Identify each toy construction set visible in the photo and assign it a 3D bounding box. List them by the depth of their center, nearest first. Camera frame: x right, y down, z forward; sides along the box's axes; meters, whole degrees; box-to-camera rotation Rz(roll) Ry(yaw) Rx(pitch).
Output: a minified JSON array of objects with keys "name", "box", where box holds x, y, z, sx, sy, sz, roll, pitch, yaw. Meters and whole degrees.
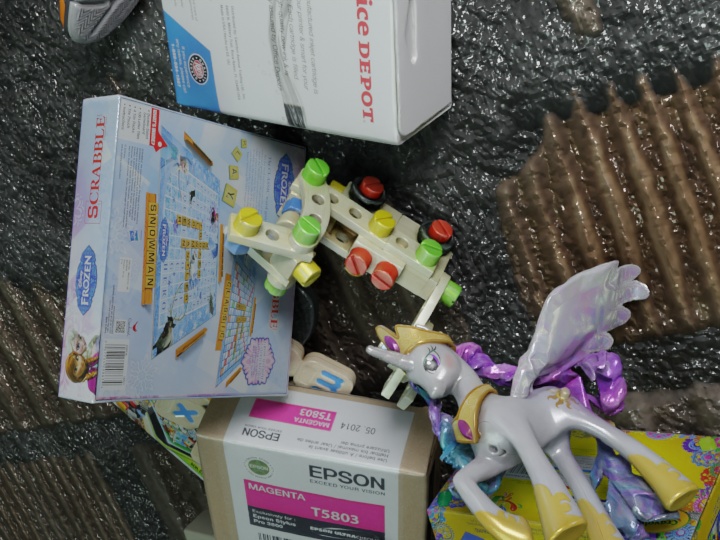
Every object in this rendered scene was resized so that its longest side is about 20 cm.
[{"name":"toy construction set","box":[0.000,0.000,0.748,0.200,0.132,0.092,43,130,-10]}]

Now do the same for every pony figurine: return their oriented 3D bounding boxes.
[{"name":"pony figurine","box":[0.120,0.093,0.669,0.200,0.191,0.168,51,134,40]}]

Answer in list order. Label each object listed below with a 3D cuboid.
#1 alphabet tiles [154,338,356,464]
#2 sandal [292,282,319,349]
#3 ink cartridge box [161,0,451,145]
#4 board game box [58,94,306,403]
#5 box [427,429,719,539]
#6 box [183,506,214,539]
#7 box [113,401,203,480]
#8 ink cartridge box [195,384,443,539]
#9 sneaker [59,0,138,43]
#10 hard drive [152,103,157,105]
[{"name":"alphabet tiles","box":[-0.082,0.131,0.910,0.194,0.015,0.201,27,131,-5]},{"name":"sandal","box":[-0.082,0.050,0.909,0.075,0.048,0.201,44,143,4]},{"name":"ink cartridge box","box":[-0.039,-0.182,0.711,0.198,0.084,0.146,15,124,29]},{"name":"board game box","box":[-0.122,-0.008,0.746,0.041,0.199,0.203,3,87,36]},{"name":"box","box":[0.183,0.232,0.770,0.198,0.122,0.195,-2,115,36]},{"name":"box","box":[-0.077,0.288,1.023,0.198,0.068,0.083,3,117,35]},{"name":"box","box":[-0.163,0.147,1.025,0.199,0.035,0.111,37,131,12]},{"name":"ink cartridge box","box":[-0.032,0.184,0.879,0.197,0.075,0.166,8,132,13]},{"name":"sneaker","box":[-0.215,-0.287,0.793,0.112,0.077,0.201,35,120,19]},{"name":"hard drive","box":[-0.163,-0.025,0.895,0.139,0.038,0.202,40,134,36]}]
